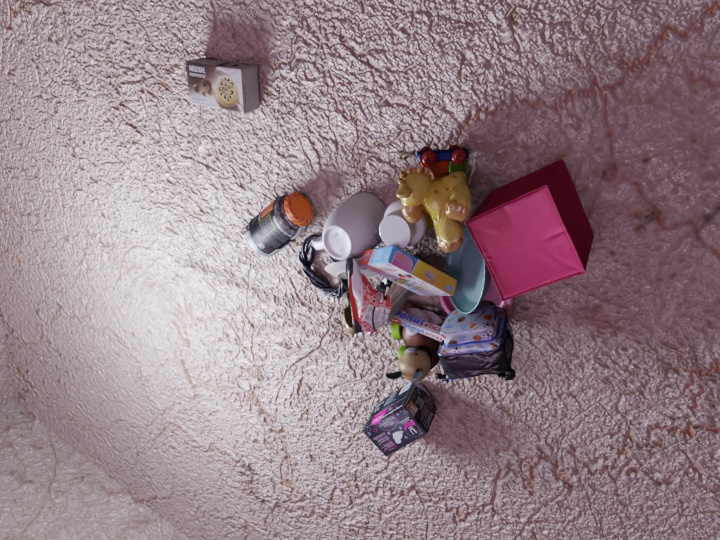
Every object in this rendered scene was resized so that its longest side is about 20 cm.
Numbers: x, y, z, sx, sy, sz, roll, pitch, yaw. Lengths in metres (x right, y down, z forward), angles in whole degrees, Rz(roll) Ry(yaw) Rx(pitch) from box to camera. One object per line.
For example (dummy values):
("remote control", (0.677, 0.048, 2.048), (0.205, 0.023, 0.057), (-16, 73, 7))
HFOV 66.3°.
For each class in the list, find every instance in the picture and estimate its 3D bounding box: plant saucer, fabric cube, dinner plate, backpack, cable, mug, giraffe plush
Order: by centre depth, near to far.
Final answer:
("giraffe plush", (0.152, -0.153, 1.196), (0.156, 0.173, 0.208), (11, 94, 2))
("fabric cube", (0.376, -0.088, 1.203), (0.192, 0.199, 0.205), (-22, 102, 34))
("plant saucer", (0.257, -0.003, 1.295), (0.035, 0.202, 0.206), (0, 123, -17))
("backpack", (0.279, 0.162, 1.325), (0.194, 0.190, 0.159), (-6, 107, 26))
("plant saucer", (0.296, 0.050, 1.410), (0.194, 0.051, 0.207), (13, 120, 24))
("mug", (-0.040, -0.100, 1.457), (0.195, 0.175, 0.152), (-15, 106, 34))
("dinner plate", (0.000, 0.000, 1.479), (0.195, 0.198, 0.025), (-12, 77, 33))
("cable", (-0.107, -0.004, 1.622), (0.159, 0.051, 0.206), (-7, 110, 33))

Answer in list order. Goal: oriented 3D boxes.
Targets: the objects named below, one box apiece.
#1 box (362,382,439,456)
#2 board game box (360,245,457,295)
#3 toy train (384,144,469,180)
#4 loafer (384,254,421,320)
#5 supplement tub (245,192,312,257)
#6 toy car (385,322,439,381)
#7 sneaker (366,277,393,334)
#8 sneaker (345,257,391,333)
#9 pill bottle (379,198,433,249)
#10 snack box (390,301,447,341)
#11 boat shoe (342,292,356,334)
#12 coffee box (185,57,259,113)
("box", (0.122, 0.441, 1.652), (0.115, 0.132, 0.199), (47, 128, -3))
("board game box", (0.116, 0.005, 1.343), (0.196, 0.042, 0.152), (26, 167, -23))
("toy train", (0.155, -0.225, 1.292), (0.192, 0.085, 0.120), (-3, 109, 1))
("loafer", (0.102, 0.050, 1.485), (0.063, 0.072, 0.202), (39, 96, 24))
("supplement tub", (-0.233, -0.134, 1.588), (0.197, 0.122, 0.125), (-29, 97, 37))
("toy car", (0.144, 0.232, 1.493), (0.160, 0.200, 0.163), (-7, 111, 32))
("sneaker", (0.057, 0.099, 1.548), (0.078, 0.095, 0.205), (30, 123, 15))
("sneaker", (0.022, 0.057, 1.400), (0.104, 0.068, 0.208), (-8, 112, -3))
("pill bottle", (0.121, -0.127, 1.333), (0.108, 0.200, 0.115), (12, 120, 23))
("snack box", (0.169, 0.134, 1.479), (0.196, 0.072, 0.025), (18, 138, 41))
("boat shoe", (-0.017, 0.129, 1.546), (0.070, 0.202, 0.065), (5, 114, -7))
("coffee box", (-0.378, -0.511, 1.517), (0.194, 0.080, 0.117), (17, 122, 22))
